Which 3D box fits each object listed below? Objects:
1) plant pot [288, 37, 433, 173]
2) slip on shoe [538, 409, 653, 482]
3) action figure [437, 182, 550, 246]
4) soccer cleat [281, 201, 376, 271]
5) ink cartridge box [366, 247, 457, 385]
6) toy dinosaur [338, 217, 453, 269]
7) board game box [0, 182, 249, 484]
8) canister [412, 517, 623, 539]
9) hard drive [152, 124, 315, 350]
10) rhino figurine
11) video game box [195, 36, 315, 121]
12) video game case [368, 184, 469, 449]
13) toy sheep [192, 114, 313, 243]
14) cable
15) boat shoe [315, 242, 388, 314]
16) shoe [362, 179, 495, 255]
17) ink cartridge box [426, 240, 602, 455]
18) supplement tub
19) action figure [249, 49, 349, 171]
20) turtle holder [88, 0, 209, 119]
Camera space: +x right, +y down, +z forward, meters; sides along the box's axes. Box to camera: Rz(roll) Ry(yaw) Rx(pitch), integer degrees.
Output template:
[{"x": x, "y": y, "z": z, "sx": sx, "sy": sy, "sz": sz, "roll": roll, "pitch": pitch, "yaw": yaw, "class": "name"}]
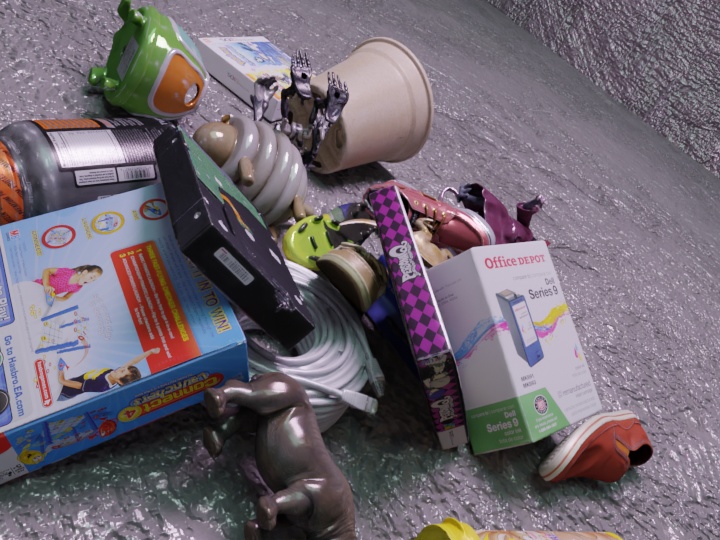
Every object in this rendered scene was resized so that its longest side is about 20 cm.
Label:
[{"x": -0.013, "y": -0.245, "z": 1.008, "sx": 0.200, "sy": 0.203, "sz": 0.182, "roll": 40, "pitch": 44, "yaw": 19, "class": "plant pot"}, {"x": 0.267, "y": 0.202, "z": 0.711, "sx": 0.196, "sy": 0.075, "sz": 0.062, "roll": 2, "pitch": 43, "yaw": -44, "class": "slip on shoe"}, {"x": 0.230, "y": -0.052, "z": 1.034, "sx": 0.197, "sy": 0.138, "sz": 0.147, "roll": 21, "pitch": -13, "yaw": -35, "class": "action figure"}, {"x": -0.046, "y": -0.034, "z": 0.779, "sx": 0.066, "sy": 0.082, "sz": 0.200, "roll": 64, "pitch": 28, "yaw": -4, "class": "soccer cleat"}, {"x": 0.105, "y": 0.052, "z": 0.812, "sx": 0.197, "sy": 0.048, "sz": 0.199, "roll": -5, "pitch": 46, "yaw": -45, "class": "ink cartridge box"}, {"x": 0.069, "y": -0.031, "z": 0.787, "sx": 0.198, "sy": 0.059, "sz": 0.101, "roll": 35, "pitch": 16, "yaw": -11, "class": "toy dinosaur"}, {"x": -0.212, "y": 0.033, "z": 0.511, "sx": 0.191, "sy": 0.057, "sz": 0.202, "roll": -18, "pitch": 52, "yaw": -22, "class": "board game box"}, {"x": 0.144, "y": 0.276, "z": 0.497, "sx": 0.195, "sy": 0.088, "sz": 0.150, "roll": 13, "pitch": 36, "yaw": -27, "class": "canister"}, {"x": -0.116, "y": -0.036, "z": 0.565, "sx": 0.140, "sy": 0.037, "sz": 0.201, "roll": 50, "pitch": 5, "yaw": -41, "class": "hard drive"}, {"x": -0.047, "y": 0.170, "z": 0.486, "sx": 0.086, "sy": 0.060, "sz": 0.204, "roll": -19, "pitch": 79, "yaw": -42, "class": "rhino figurine"}, {"x": -0.168, "y": -0.347, "z": 1.142, "sx": 0.199, "sy": 0.047, "sz": 0.181, "roll": 39, "pitch": 36, "yaw": 14, "class": "video game box"}, {"x": 0.060, "y": 0.048, "z": 0.649, "sx": 0.035, "sy": 0.183, "sz": 0.204, "roll": -16, "pitch": 51, "yaw": 3, "class": "video game case"}, {"x": -0.125, "y": -0.110, "z": 0.778, "sx": 0.199, "sy": 0.137, "sz": 0.139, "roll": 40, "pitch": 17, "yaw": -46, "class": "toy sheep"}, {"x": -0.084, "y": 0.066, "z": 0.622, "sx": 0.195, "sy": 0.070, "sz": 0.202, "roll": 13, "pitch": 35, "yaw": -23, "class": "cable"}, {"x": 0.002, "y": 0.002, "z": 0.684, "sx": 0.073, "sy": 0.063, "sz": 0.201, "roll": 44, "pitch": -4, "yaw": 10, "class": "boat shoe"}, {"x": 0.097, "y": -0.070, "z": 0.932, "sx": 0.197, "sy": 0.073, "sz": 0.090, "roll": 31, "pitch": 23, "yaw": 20, "class": "shoe"}, {"x": 0.166, "y": 0.078, "z": 0.707, "sx": 0.143, "sy": 0.087, "sz": 0.205, "roll": -4, "pitch": 72, "yaw": -41, "class": "ink cartridge box"}, {"x": -0.270, "y": -0.085, "z": 0.629, "sx": 0.123, "sy": 0.124, "sz": 0.197, "roll": 44, "pitch": 36, "yaw": 24, "class": "supplement tub"}, {"x": -0.088, "y": -0.198, "z": 0.845, "sx": 0.116, "sy": 0.199, "sz": 0.105, "roll": 17, "pitch": 63, "yaw": -24, "class": "action figure"}, {"x": -0.291, "y": -0.276, "z": 0.888, "sx": 0.130, "sy": 0.145, "sz": 0.183, "roll": 21, "pitch": -11, "yaw": -38, "class": "turtle holder"}]
